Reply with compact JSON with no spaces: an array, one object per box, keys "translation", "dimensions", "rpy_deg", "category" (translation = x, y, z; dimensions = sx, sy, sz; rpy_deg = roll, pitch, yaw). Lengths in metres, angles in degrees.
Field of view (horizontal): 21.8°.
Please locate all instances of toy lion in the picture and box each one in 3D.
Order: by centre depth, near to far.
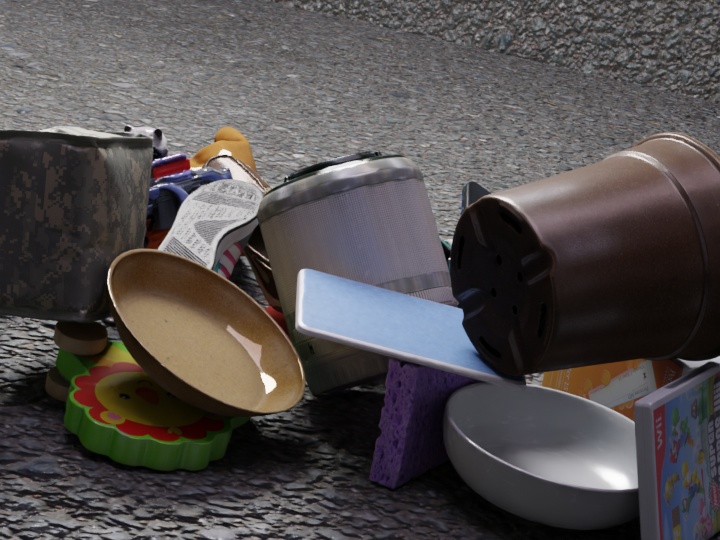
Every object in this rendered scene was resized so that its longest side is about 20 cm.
[{"translation":[-0.170,0.109,1.614],"dimensions":[0.199,0.069,0.192],"rpy_deg":[-3,29,-38],"category":"toy lion"}]

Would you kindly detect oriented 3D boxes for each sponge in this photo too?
[{"translation":[0.077,0.112,1.646],"dimensions":[0.030,0.112,0.200],"rpy_deg":[17,18,27],"category":"sponge"}]

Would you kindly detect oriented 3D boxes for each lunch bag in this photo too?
[{"translation":[-0.250,-0.045,1.664],"dimensions":[0.117,0.165,0.200],"rpy_deg":[5,4,14],"category":"lunch bag"}]

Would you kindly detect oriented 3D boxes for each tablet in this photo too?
[{"translation":[0.042,0.050,1.594],"dimensions":[0.199,0.014,0.130],"rpy_deg":[14,22,-7],"category":"tablet"}]

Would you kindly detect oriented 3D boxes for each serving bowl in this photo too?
[{"translation":[0.160,0.166,1.590],"dimensions":[0.199,0.066,0.200],"rpy_deg":[12,20,-5],"category":"serving bowl"}]

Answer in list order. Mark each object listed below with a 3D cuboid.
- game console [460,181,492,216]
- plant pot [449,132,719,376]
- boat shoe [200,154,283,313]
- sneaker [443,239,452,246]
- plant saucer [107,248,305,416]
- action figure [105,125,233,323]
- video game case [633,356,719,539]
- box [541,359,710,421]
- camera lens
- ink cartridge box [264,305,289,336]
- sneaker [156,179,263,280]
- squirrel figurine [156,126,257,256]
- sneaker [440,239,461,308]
[{"translation":[0.218,-0.030,2.036],"dimensions":[0.200,0.118,0.171],"rpy_deg":[35,30,-18],"category":"game console"},{"translation":[0.196,-0.002,1.570],"dimensions":[0.197,0.201,0.200],"rpy_deg":[-12,26,-30],"category":"plant pot"},{"translation":[-0.103,-0.054,1.899],"dimensions":[0.074,0.075,0.203],"rpy_deg":[-28,60,-16],"category":"boat shoe"},{"translation":[0.120,-0.007,2.084],"dimensions":[0.081,0.075,0.200],"rpy_deg":[37,20,7],"category":"sneaker"},{"translation":[-0.139,0.062,1.605],"dimensions":[0.200,0.035,0.200],"rpy_deg":[31,24,-15],"category":"plant saucer"},{"translation":[-0.230,-0.050,1.845],"dimensions":[0.104,0.194,0.199],"rpy_deg":[23,21,38],"category":"action figure"},{"translation":[0.280,0.158,1.568],"dimensions":[0.017,0.144,0.200],"rpy_deg":[1,10,32],"category":"video game case"},{"translation":[0.267,0.108,1.752],"dimensions":[0.097,0.125,0.200],"rpy_deg":[0,19,-29],"category":"box"},{"translation":[0.000,0.000,1.733],"dimensions":[0.159,0.201,0.160],"rpy_deg":[-16,-6,-2],"category":"camera lens"},{"translation":[-0.043,0.053,1.876],"dimensions":[0.199,0.057,0.163],"rpy_deg":[9,17,-21],"category":"ink cartridge box"},{"translation":[-0.151,0.007,1.808],"dimensions":[0.083,0.121,0.200],"rpy_deg":[20,39,10],"category":"sneaker"},{"translation":[-0.201,-0.066,2.025],"dimensions":[0.186,0.142,0.200],"rpy_deg":[-4,18,-21],"category":"squirrel figurine"},{"translation":[0.085,0.027,1.851],"dimensions":[0.200,0.071,0.080],"rpy_deg":[49,-2,-10],"category":"sneaker"}]
